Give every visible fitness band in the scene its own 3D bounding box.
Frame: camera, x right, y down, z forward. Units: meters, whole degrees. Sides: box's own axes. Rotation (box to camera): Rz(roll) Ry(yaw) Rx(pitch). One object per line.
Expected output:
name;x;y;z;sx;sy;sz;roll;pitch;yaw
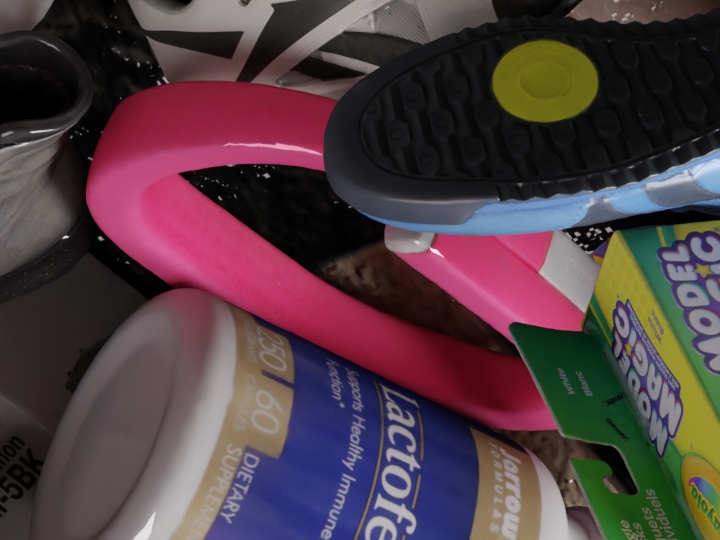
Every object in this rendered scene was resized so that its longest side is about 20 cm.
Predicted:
fitness band;0.000;0.000;0.891;0.143;0.038;0.200;0;153;39

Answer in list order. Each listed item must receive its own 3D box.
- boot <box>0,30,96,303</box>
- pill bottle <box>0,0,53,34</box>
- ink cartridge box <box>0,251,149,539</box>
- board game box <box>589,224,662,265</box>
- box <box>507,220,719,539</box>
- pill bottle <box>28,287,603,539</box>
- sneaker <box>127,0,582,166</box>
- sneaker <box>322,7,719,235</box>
boot;-0.175;-0.006;0.868;0.070;0.200;0.132;53;169;13
pill bottle;-0.166;-0.099;0.894;0.114;0.114;0.200;42;136;-11
ink cartridge box;-0.097;0.093;1.049;0.200;0.083;0.147;38;137;-8
board game box;0.126;0.079;0.898;0.158;0.039;0.200;27;144;46
box;0.151;0.035;0.768;0.199;0.118;0.048;-8;139;-19
pill bottle;-0.002;0.095;0.934;0.200;0.116;0.116;26;140;-23
sneaker;0.001;-0.098;0.832;0.200;0.074;0.089;-21;118;39
sneaker;0.087;-0.036;0.788;0.199;0.066;0.079;-14;147;-10
